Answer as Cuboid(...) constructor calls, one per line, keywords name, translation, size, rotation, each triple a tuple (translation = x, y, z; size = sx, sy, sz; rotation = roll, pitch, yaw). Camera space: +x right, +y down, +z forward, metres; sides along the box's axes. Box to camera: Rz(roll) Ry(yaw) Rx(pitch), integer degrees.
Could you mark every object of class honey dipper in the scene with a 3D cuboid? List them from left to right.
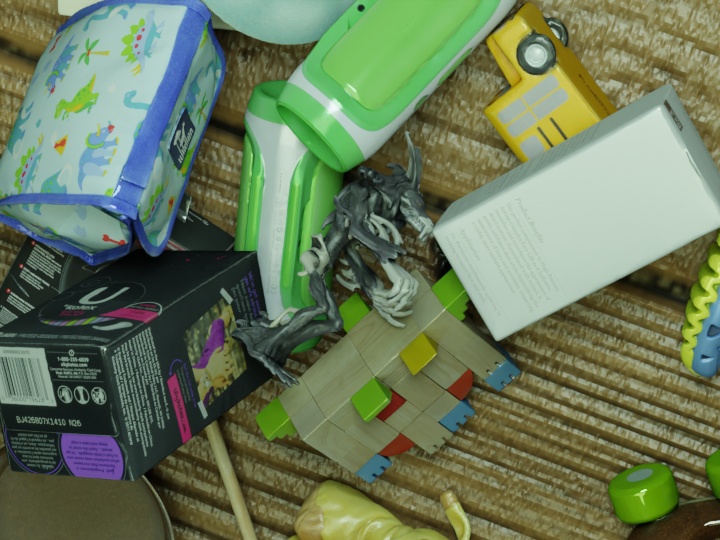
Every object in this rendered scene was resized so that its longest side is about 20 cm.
Cuboid(name="honey dipper", translation=(-0.116, 0.165, 1.679), size=(0.038, 0.038, 0.202), rotation=(-11, 108, 18))

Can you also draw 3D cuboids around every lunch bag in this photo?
Cuboid(name="lunch bag", translation=(-0.180, -0.105, 1.469), size=(0.127, 0.200, 0.172), rotation=(23, 74, -20))

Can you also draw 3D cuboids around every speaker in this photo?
Cuboid(name="speaker", translation=(-0.057, -0.042, 1.558), size=(0.087, 0.088, 0.202), rotation=(11, 110, 11))
Cuboid(name="speaker", translation=(0.030, -0.168, 1.458), size=(0.088, 0.088, 0.200), rotation=(44, 81, -3))

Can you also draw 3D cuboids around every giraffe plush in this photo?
Cuboid(name="giraffe plush", translation=(0.011, 0.278, 1.611), size=(0.198, 0.162, 0.174), rotation=(-5, 106, 17))

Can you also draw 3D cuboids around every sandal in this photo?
Cuboid(name="sandal", translation=(0.303, -0.003, 1.491), size=(0.086, 0.080, 0.201), rotation=(23, 114, 3))

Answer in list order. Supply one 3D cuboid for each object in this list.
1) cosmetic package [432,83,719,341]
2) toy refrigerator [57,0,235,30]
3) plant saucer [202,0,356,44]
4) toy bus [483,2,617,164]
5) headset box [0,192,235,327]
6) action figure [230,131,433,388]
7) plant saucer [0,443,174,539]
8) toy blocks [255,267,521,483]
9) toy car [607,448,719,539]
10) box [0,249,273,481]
Cuboid(name="cosmetic package", translation=(0.162, -0.042, 1.447), size=(0.199, 0.074, 0.102), rotation=(-27, 100, 21))
Cuboid(name="toy refrigerator", translation=(-0.129, -0.224, 1.531), size=(0.198, 0.076, 0.071), rotation=(6, 109, 12))
Cuboid(name="plant saucer", translation=(-0.051, -0.267, 1.437), size=(0.039, 0.200, 0.203), rotation=(-9, 109, 53))
Cuboid(name="toy bus", translation=(0.161, -0.102, 1.501), size=(0.078, 0.065, 0.201), rotation=(-36, 96, 24))
Cuboid(name="headset box", translation=(-0.205, 0.008, 1.627), size=(0.148, 0.077, 0.201), rotation=(32, 112, 2))
Cuboid(name="action figure", translation=(0.000, 0.000, 1.469), size=(0.102, 0.119, 0.200), rotation=(40, 88, 12))
Cuboid(name="plant saucer", translation=(-0.251, 0.229, 1.735), size=(0.198, 0.035, 0.203), rotation=(4, 108, 13))
Cuboid(name="toy blocks", translation=(0.035, 0.093, 1.570), size=(0.200, 0.100, 0.137), rotation=(-42, 139, 8))
Cuboid(name="toy car", translation=(0.267, 0.251, 1.514), size=(0.156, 0.200, 0.166), rotation=(-16, 103, 19))
Cuboid(name="box", translation=(-0.167, 0.064, 1.475), size=(0.121, 0.200, 0.107), rotation=(1, 110, 31))
